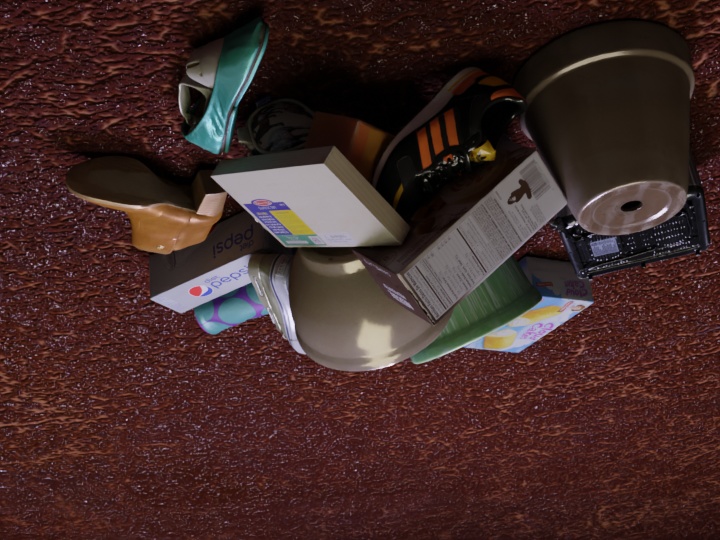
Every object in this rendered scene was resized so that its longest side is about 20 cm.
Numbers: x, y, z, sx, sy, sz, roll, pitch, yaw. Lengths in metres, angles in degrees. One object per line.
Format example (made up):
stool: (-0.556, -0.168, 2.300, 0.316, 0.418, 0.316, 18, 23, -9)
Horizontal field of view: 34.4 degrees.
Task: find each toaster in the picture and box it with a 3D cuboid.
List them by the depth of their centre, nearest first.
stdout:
toaster: (0.329, -0.086, 1.446, 0.180, 0.119, 0.200, -15, 154, 14)

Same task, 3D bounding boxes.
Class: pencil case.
pencil case: (-0.090, -0.115, 1.330, 0.089, 0.078, 0.200, 1, 153, -2)
pencil case: (-0.129, 0.021, 1.588, 0.200, 0.085, 0.092, -17, 172, 18)

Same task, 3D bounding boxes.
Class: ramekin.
ramekin: (0.139, 0.040, 1.596, 0.200, 0.098, 0.200, -27, -179, 0)

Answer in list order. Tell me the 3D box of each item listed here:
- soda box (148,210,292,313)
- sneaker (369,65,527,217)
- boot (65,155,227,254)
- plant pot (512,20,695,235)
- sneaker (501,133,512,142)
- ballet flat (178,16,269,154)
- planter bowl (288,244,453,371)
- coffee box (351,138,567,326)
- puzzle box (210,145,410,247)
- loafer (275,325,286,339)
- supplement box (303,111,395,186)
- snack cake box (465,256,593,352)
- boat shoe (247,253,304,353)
soda box: (-0.185, -0.014, 1.522, 0.200, 0.068, 0.063, -22, 149, 29)
sneaker: (0.094, -0.126, 1.225, 0.200, 0.090, 0.070, -51, 141, -10)
boot: (-0.261, -0.068, 1.389, 0.201, 0.071, 0.144, 0, 151, -26)
plant pot: (0.277, -0.141, 1.262, 0.200, 0.174, 0.200, -6, 153, -3)
sneaker: (0.170, -0.099, 1.448, 0.087, 0.074, 0.200, -35, 147, -35)
ballet flat: (-0.148, -0.188, 1.186, 0.070, 0.067, 0.200, 15, 147, -11)
planter bowl: (0.000, 0.000, 1.372, 0.200, 0.200, 0.135, -12, 128, 10)
coffee box: (0.105, -0.048, 1.252, 0.200, 0.114, 0.080, -41, 118, -9)
puzzle box: (-0.057, -0.075, 1.241, 0.200, 0.025, 0.133, 1, 145, 48)
loafer: (-0.029, 0.082, 1.758, 0.200, 0.068, 0.076, -8, 154, 3)
supplement box: (0.023, -0.116, 1.286, 0.069, 0.067, 0.200, 17, 180, 38)
snack cake box: (0.246, 0.055, 1.773, 0.115, 0.067, 0.200, 8, 150, -27)
boat shoe: (-0.093, 0.037, 1.500, 0.062, 0.072, 0.200, 17, 149, 21)
